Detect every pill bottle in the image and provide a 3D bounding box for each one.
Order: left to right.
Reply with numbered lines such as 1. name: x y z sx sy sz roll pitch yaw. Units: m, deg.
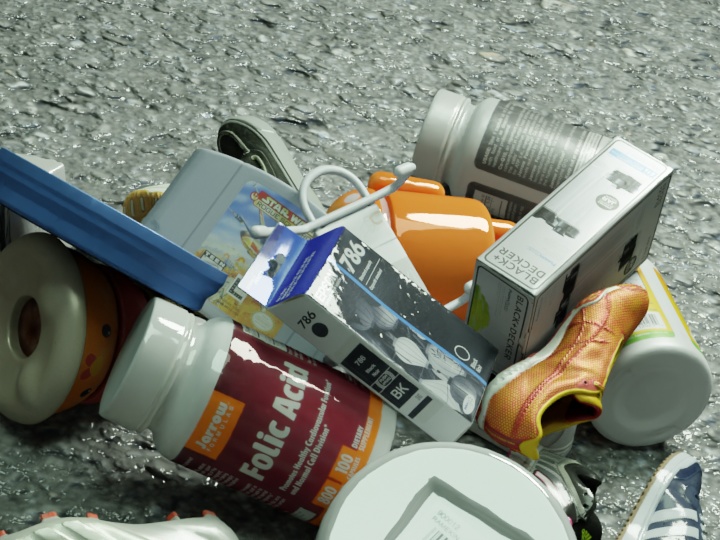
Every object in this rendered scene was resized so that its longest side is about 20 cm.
1. pill bottle: -0.084 0.104 1.241 0.199 0.114 0.114 26 31 -13
2. pill bottle: 0.158 -0.107 1.696 0.199 0.114 0.113 21 33 8
3. pill bottle: 0.230 0.051 1.491 0.110 0.112 0.201 5 34 -15

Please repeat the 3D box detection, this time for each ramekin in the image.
1. ramekin: 0.056 0.214 1.128 0.199 0.098 0.202 1 56 -2

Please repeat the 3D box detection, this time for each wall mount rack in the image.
1. wall mount rack: 0.000 0.000 1.350 0.173 0.075 0.201 -26 80 -29

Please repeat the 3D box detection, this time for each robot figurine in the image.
1. robot figurine: 0.045 -0.012 1.507 0.198 0.145 0.117 5 5 -15

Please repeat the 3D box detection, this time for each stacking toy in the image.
1. stacking toy: -0.192 0.050 1.334 0.199 0.147 0.146 6 31 -42

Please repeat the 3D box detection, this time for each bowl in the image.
1. bowl: -0.196 -0.029 1.285 0.200 0.040 0.201 29 -2 1

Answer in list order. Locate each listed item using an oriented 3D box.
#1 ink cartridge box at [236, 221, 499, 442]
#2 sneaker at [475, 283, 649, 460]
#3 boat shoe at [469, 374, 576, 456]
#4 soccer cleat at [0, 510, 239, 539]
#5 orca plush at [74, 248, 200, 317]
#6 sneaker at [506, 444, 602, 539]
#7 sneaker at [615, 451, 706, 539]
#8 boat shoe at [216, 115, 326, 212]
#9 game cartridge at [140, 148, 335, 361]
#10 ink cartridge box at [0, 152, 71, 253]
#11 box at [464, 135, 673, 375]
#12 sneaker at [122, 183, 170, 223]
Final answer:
1. ink cartridge box: 0.009 0.037 1.258 0.200 0.039 0.100 36 37 -7
2. sneaker: 0.176 0.083 1.343 0.077 0.073 0.200 33 57 25
3. boat shoe: 0.091 0.093 1.411 0.199 0.069 0.072 28 35 19
4. soccer cleat: -0.168 0.208 1.142 0.199 0.070 0.078 -1 39 -28
5. orca plush: -0.159 0.006 1.438 0.199 0.071 0.105 22 34 10
6. sneaker: 0.138 0.198 1.270 0.087 0.074 0.200 14 28 10
7. sneaker: 0.250 0.224 1.278 0.108 0.070 0.200 22 40 19
8. boat shoe: -0.098 -0.082 1.595 0.063 0.071 0.200 -7 41 -32
9. game cartridge: -0.085 -0.007 1.408 0.199 0.134 0.042 35 -6 0
10. ink cartridge box: -0.352 -0.027 1.368 0.144 0.085 0.200 11 29 26
11. box: 0.170 -0.009 1.386 0.060 0.117 0.200 34 54 23
12. sneaker: -0.115 -0.045 1.506 0.199 0.076 0.088 18 25 28
